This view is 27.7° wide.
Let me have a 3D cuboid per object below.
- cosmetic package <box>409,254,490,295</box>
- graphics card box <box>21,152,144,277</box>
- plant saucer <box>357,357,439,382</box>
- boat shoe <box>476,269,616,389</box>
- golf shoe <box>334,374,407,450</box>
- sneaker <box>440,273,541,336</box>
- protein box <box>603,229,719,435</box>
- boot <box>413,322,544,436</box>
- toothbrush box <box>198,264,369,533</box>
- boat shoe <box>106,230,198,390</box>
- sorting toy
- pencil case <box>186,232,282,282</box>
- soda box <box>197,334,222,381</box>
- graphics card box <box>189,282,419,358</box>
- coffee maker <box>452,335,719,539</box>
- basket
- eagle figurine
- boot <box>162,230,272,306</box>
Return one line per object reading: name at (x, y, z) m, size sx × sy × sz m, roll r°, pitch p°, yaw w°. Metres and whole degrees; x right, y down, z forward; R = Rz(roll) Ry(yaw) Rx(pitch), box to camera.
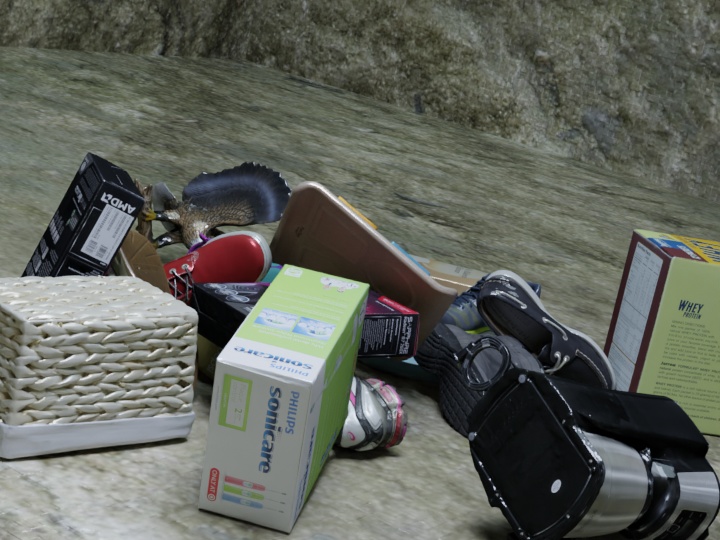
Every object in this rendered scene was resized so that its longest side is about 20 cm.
cosmetic package at (0.120, 0.037, 1.899) m, size 0.199 × 0.071 × 0.105 m, roll 13°, pitch 13°, yaw 5°
graphics card box at (-0.289, -0.009, 1.445) m, size 0.051 × 0.200 × 0.125 m, roll 26°, pitch 7°, yaw -23°
plant saucer at (0.060, 0.092, 1.725) m, size 0.199 × 0.028 × 0.200 m, roll 12°, pitch 14°, yaw -3°
boat shoe at (0.214, 0.085, 1.694) m, size 0.200 × 0.074 × 0.060 m, roll 47°, pitch 33°, yaw -3°
golf shoe at (-0.044, 0.116, 1.447) m, size 0.092 × 0.073 × 0.200 m, roll -1°, pitch 19°, yaw -38°
sneaker at (0.141, 0.042, 1.763) m, size 0.199 × 0.081 × 0.074 m, roll 4°, pitch 15°, yaw -42°
protein box at (0.409, 0.076, 1.718) m, size 0.198 × 0.201 × 0.135 m, roll 9°, pitch 14°, yaw -11°
boot at (0.147, 0.116, 1.580) m, size 0.131 × 0.070 × 0.200 m, roll 10°, pitch 28°, yaw -23°
toothbrush box at (-0.063, 0.104, 1.254) m, size 0.086 × 0.146 × 0.200 m, roll 13°, pitch 26°, yaw 7°
boat shoe at (-0.219, 0.054, 1.467) m, size 0.073 × 0.063 × 0.200 m, roll 17°, pitch 42°, yaw -46°
sorting toy at (0.000, 0.000, 1.557) m, size 0.200 × 0.185 × 0.037 m, roll 36°, pitch 61°, yaw 4°
pencil case at (-0.115, 0.004, 1.793) m, size 0.199 × 0.093 × 0.085 m, roll 0°, pitch 18°, yaw -38°
soda box at (-0.107, 0.065, 1.579) m, size 0.064 × 0.068 × 0.200 m, roll 37°, pitch 21°, yaw 17°
graphics card box at (-0.056, 0.049, 1.446) m, size 0.199 × 0.051 × 0.125 m, roll -1°, pitch 15°, yaw -32°
coffee maker at (0.204, 0.151, 1.283) m, size 0.200 × 0.193 × 0.135 m, roll 14°, pitch -33°, yaw -44°
basket at (-0.257, 0.079, 1.307) m, size 0.200 × 0.124 × 0.135 m, roll -2°, pitch 19°, yaw -42°
eagle figurine at (-0.190, -0.053, 1.881) m, size 0.199 × 0.152 × 0.152 m, roll -3°, pitch -13°, yaw -9°
boot at (-0.199, 0.022, 1.553) m, size 0.200 × 0.073 × 0.144 m, roll -25°, pitch -1°, yaw 25°
